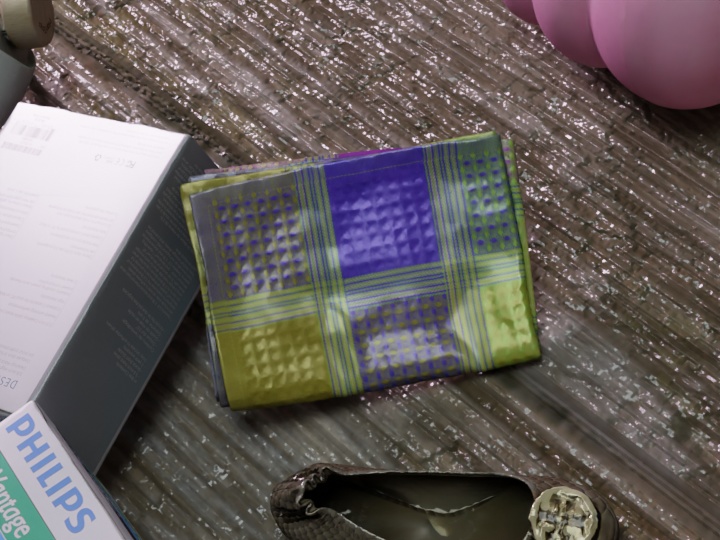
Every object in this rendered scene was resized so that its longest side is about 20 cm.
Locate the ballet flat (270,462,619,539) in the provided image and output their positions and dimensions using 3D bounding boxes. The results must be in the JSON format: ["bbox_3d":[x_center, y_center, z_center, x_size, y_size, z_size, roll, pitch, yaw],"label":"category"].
[{"bbox_3d":[0.042,0.133,1.142,0.199,0.046,0.068,5,58,22],"label":"ballet flat"}]

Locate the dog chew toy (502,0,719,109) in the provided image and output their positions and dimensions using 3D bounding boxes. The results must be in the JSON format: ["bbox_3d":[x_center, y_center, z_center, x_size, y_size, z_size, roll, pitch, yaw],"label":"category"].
[{"bbox_3d":[0.163,-0.174,1.283,0.199,0.125,0.125,24,65,40],"label":"dog chew toy"}]

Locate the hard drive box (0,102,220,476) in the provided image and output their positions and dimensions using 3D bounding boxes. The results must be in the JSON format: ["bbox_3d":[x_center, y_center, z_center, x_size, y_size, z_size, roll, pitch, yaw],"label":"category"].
[{"bbox_3d":[-0.186,0.008,1.268,0.155,0.077,0.201,13,65,38],"label":"hard drive box"}]

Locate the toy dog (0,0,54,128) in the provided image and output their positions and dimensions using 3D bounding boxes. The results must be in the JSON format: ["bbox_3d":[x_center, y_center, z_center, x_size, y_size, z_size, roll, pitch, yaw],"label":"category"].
[{"bbox_3d":[-0.248,-0.098,1.402,0.131,0.096,0.201,11,74,22],"label":"toy dog"}]

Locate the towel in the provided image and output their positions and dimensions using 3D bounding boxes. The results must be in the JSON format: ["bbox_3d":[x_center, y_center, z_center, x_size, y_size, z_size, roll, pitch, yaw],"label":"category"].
[{"bbox_3d":[0.000,0.000,1.220,0.199,0.023,0.145,-7,83,2],"label":"towel"}]

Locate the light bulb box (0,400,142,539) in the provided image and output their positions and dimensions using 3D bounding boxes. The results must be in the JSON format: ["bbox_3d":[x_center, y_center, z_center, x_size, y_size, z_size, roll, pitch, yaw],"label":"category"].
[{"bbox_3d":[-0.190,0.216,1.113,0.200,0.125,0.198,-36,52,-7],"label":"light bulb box"}]
